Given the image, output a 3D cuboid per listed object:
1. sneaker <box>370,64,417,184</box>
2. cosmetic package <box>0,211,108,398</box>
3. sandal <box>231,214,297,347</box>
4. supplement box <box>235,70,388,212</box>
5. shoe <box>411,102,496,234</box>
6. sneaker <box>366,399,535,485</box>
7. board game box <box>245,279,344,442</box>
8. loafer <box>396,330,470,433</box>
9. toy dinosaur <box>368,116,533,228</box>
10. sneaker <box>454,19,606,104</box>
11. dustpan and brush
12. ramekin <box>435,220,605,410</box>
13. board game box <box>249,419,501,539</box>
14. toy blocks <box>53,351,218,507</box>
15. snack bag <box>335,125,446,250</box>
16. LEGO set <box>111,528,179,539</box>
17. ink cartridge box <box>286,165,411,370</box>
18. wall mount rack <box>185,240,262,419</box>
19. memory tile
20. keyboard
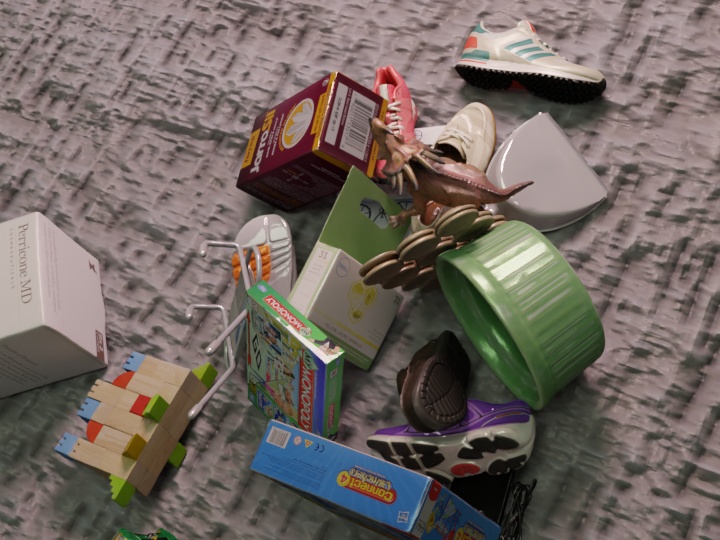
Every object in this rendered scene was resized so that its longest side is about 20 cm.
[{"bbox_3d":[0.033,-0.186,1.244,0.073,0.087,0.201,-11,41,9],"label":"sneaker"},{"bbox_3d":[-0.458,0.053,1.278,0.199,0.165,0.166,-18,64,9],"label":"cosmetic package"},{"bbox_3d":[-0.116,0.035,1.247,0.079,0.059,0.208,-3,87,10],"label":"sandal"},{"bbox_3d":[-0.064,-0.157,1.241,0.199,0.085,0.111,-16,56,53],"label":"supplement box"},{"bbox_3d":[0.116,-0.126,1.223,0.069,0.053,0.201,18,75,21],"label":"shoe"},{"bbox_3d":[0.103,0.187,1.103,0.199,0.081,0.084,-11,34,25],"label":"sneaker"},{"bbox_3d":[-0.077,0.121,1.118,0.029,0.201,0.134,-32,57,-30],"label":"board game box"},{"bbox_3d":[0.076,0.132,1.088,0.071,0.200,0.073,-32,94,20],"label":"loafer"},{"bbox_3d":[0.099,-0.102,1.120,0.198,0.136,0.086,10,72,5],"label":"toy dinosaur"},{"bbox_3d":[0.225,-0.279,1.271,0.199,0.070,0.094,14,77,25],"label":"sneaker"},{"bbox_3d":[0.183,-0.087,1.203,0.199,0.057,0.140,-32,77,-17],"label":"dustpan and brush"},{"bbox_3d":[0.177,0.043,1.076,0.097,0.200,0.200,-33,61,-8],"label":"ramekin"},{"bbox_3d":[0.019,0.236,1.015,0.199,0.196,0.056,13,70,35],"label":"board game box"},{"bbox_3d":[-0.287,0.182,1.218,0.136,0.100,0.201,13,62,31],"label":"toy blocks"},{"bbox_3d":[0.056,-0.094,1.269,0.187,0.021,0.201,-3,66,15],"label":"snack bag"},{"bbox_3d":[-0.229,0.366,1.068,0.153,0.200,0.116,37,82,7],"label":"LEGO set"},{"bbox_3d":[0.000,0.000,1.162,0.048,0.145,0.201,20,79,41],"label":"ink cartridge box"},{"bbox_3d":[-0.165,0.069,1.157,0.074,0.201,0.175,2,46,-19],"label":"wall mount rack"},{"bbox_3d":[0.094,-0.022,1.113,0.153,0.200,0.017,-34,72,21],"label":"memory tile"},{"bbox_3d":[0.137,0.285,1.077,0.104,0.040,0.201,3,67,43],"label":"keyboard"}]
